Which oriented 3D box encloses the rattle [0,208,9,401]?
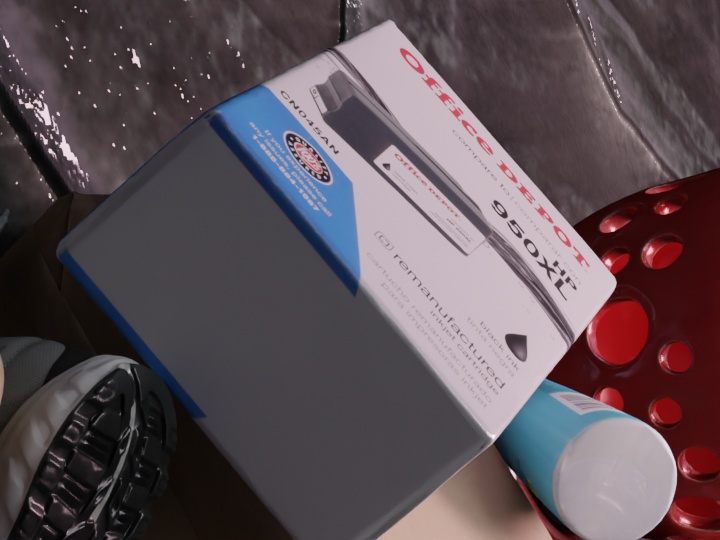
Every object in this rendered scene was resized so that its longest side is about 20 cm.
[{"bbox_3d":[-0.174,0.058,0.801,0.200,0.130,0.143,-104,-174,-75],"label":"rattle"}]

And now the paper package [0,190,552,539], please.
[{"bbox_3d":[-0.044,0.070,0.943,0.191,0.103,0.200,59,25,15],"label":"paper package"}]

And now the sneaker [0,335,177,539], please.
[{"bbox_3d":[-0.140,0.109,0.802,0.200,0.079,0.074,-56,141,-15],"label":"sneaker"}]

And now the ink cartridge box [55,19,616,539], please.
[{"bbox_3d":[0.000,0.000,0.887,0.145,0.084,0.200,50,23,0],"label":"ink cartridge box"}]

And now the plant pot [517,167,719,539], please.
[{"bbox_3d":[0.165,0.053,1.323,0.200,0.182,0.201,33,51,-53],"label":"plant pot"}]

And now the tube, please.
[{"bbox_3d":[0.075,0.065,1.034,0.077,0.050,0.200,42,-2,-16],"label":"tube"}]

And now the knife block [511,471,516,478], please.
[{"bbox_3d":[0.012,0.143,1.145,0.200,0.176,0.064,-58,153,13],"label":"knife block"}]
